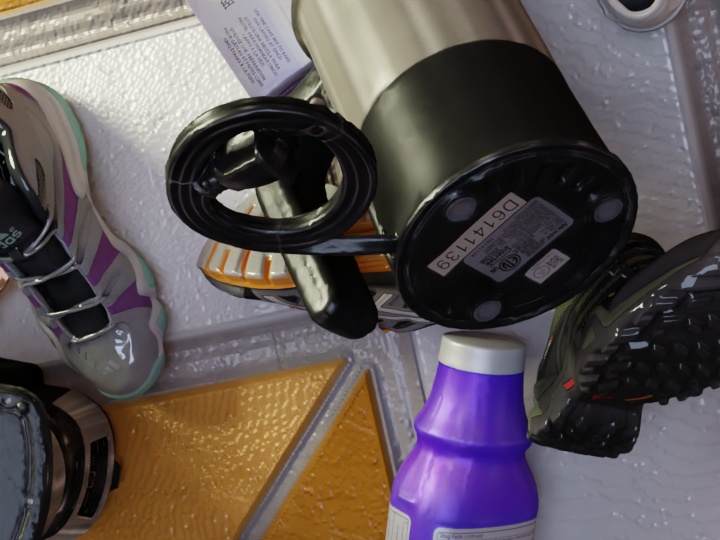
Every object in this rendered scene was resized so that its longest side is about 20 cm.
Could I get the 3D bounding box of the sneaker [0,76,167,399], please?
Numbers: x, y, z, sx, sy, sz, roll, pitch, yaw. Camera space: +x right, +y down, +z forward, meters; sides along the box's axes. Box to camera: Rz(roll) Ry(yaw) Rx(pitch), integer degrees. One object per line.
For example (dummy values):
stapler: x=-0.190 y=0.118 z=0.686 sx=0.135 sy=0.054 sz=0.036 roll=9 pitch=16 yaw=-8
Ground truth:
sneaker: x=-0.186 y=-0.011 z=0.822 sx=0.077 sy=0.140 sz=0.201 roll=-28 pitch=90 yaw=15

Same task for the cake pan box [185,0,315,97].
cake pan box: x=-0.035 y=-0.222 z=0.807 sx=0.183 sy=0.052 sz=0.201 roll=-32 pitch=89 yaw=13

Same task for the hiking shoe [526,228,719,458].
hiking shoe: x=0.132 y=0.016 z=0.722 sx=0.075 sy=0.200 sz=0.101 roll=12 pitch=60 yaw=-15

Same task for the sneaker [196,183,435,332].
sneaker: x=0.000 y=0.000 z=0.816 sx=0.198 sy=0.079 sz=0.078 roll=1 pitch=137 yaw=27

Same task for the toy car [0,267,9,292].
toy car: x=-0.306 y=-0.019 z=0.863 sx=0.198 sy=0.184 sz=0.179 roll=-3 pitch=96 yaw=-15

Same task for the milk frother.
milk frother: x=0.001 y=-0.084 z=0.690 sx=0.180 sy=0.200 sz=0.189 roll=-30 pitch=50 yaw=9

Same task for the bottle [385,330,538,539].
bottle: x=0.056 y=0.136 z=0.813 sx=0.065 sy=0.083 sz=0.202 roll=19 pitch=106 yaw=56

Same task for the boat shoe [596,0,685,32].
boat shoe: x=0.131 y=-0.224 z=0.758 sx=0.073 sy=0.065 sz=0.202 roll=-16 pitch=93 yaw=15

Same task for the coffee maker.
coffee maker: x=-0.239 y=0.095 z=0.806 sx=0.191 sy=0.200 sz=0.135 roll=33 pitch=86 yaw=2
